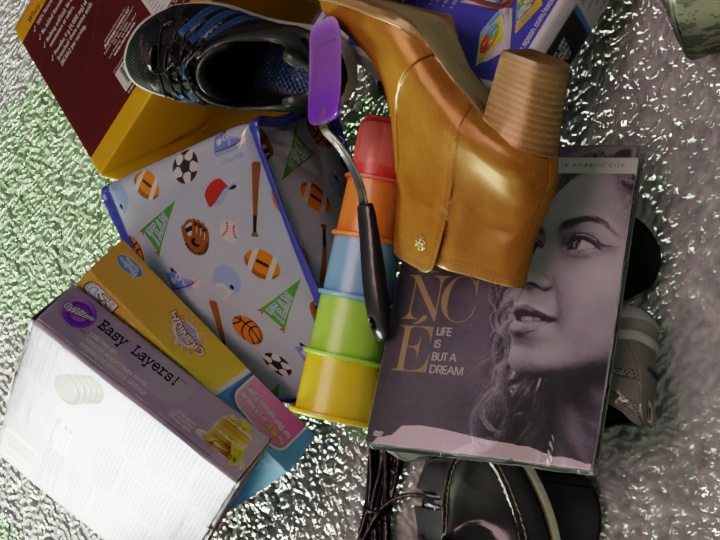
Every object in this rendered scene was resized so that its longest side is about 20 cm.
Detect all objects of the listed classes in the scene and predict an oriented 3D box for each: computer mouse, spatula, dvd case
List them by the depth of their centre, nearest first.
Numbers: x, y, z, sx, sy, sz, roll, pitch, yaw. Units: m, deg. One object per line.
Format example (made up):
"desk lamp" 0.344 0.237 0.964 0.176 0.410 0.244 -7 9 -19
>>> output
"dvd case" 0.088 0.017 0.805 0.147 0.016 0.203 2 70 29
"spatula" -0.006 -0.055 0.815 0.056 0.020 0.203 -3 101 68
"computer mouse" 0.061 0.184 0.873 0.198 0.046 0.143 9 87 43

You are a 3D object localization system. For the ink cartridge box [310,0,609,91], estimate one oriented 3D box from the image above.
"ink cartridge box" 0.085 -0.208 0.888 0.199 0.047 0.199 23 77 45

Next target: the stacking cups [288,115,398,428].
"stacking cups" 0.000 0.000 0.875 0.060 0.060 0.203 5 82 42

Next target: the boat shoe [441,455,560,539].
"boat shoe" 0.077 0.199 0.799 0.074 0.066 0.202 5 106 35

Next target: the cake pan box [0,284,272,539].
"cake pan box" -0.174 0.131 0.967 0.183 0.052 0.201 37 138 7

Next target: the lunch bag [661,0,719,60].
"lunch bag" 0.241 -0.229 0.729 0.166 0.139 0.203 -12 76 22

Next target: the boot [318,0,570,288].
"boot" 0.034 -0.081 0.803 0.200 0.070 0.146 29 115 37

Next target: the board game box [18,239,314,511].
"board game box" -0.148 0.092 0.981 0.200 0.040 0.153 45 138 -5

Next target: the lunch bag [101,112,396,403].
"lunch bag" -0.071 -0.001 0.974 0.169 0.123 0.203 -19 92 38

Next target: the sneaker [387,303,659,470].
"sneaker" 0.094 0.087 0.822 0.198 0.075 0.083 -25 49 30

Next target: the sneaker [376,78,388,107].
"sneaker" 0.061 -0.099 0.920 0.072 0.072 0.202 -25 63 13

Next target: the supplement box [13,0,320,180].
"supplement box" -0.154 -0.201 1.082 0.198 0.132 0.201 -52 53 22

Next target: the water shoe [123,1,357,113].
"water shoe" -0.098 -0.147 0.904 0.198 0.079 0.073 7 105 31

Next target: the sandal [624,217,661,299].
"sandal" 0.099 0.020 0.850 0.199 0.075 0.045 -24 23 34
